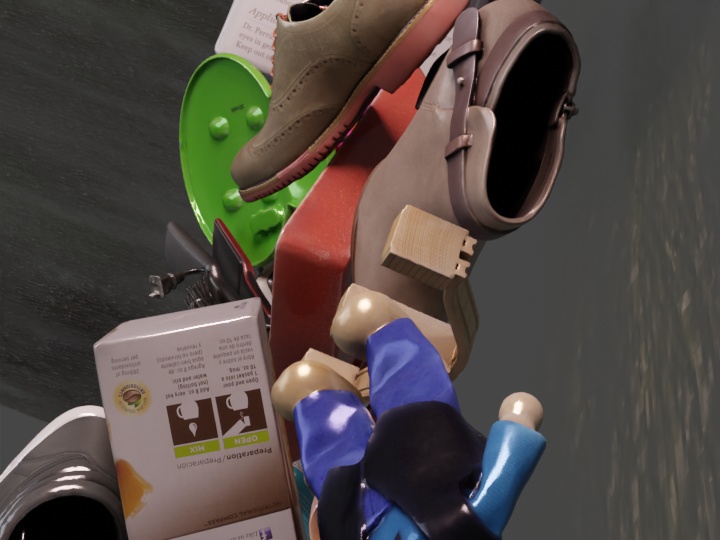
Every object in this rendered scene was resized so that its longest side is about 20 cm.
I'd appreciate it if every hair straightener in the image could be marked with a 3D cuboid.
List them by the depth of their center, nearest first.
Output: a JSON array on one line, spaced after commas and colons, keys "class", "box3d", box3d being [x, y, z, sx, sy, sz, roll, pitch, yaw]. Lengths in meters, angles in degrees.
[{"class": "hair straightener", "box3d": [-0.099, 0.023, 0.904, 0.200, 0.076, 0.041, -125, 37, -52]}]

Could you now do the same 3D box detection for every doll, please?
[{"class": "doll", "box3d": [0.011, 0.087, 0.507, 0.137, 0.048, 0.200, -48, 25, 11]}]

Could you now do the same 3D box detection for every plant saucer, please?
[{"class": "plant saucer", "box3d": [0.000, 0.000, 0.863, 0.200, 0.036, 0.200, -59, -17, -44]}]

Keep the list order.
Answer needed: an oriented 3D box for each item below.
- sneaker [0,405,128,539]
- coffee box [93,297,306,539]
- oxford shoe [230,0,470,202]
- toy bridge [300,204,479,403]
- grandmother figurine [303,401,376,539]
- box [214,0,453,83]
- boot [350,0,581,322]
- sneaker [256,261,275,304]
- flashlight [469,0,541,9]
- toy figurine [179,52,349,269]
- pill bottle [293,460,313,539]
[{"class": "sneaker", "box3d": [-0.183, 0.161, 0.686, 0.200, 0.071, 0.099, -51, 15, 2]}, {"class": "coffee box", "box3d": [-0.069, 0.122, 0.685, 0.114, 0.079, 0.202, -132, 32, -87]}, {"class": "oxford shoe", "box3d": [-0.023, -0.113, 0.778, 0.200, 0.075, 0.071, -42, 11, 37]}, {"class": "toy bridge", "box3d": [0.019, 0.033, 0.686, 0.200, 0.067, 0.027, 123, 168, -61]}, {"class": "grandmother figurine", "box3d": [-0.002, 0.108, 0.675, 0.122, 0.060, 0.200, -62, 7, 1]}, {"class": "box", "box3d": [0.003, -0.219, 1.167, 0.200, 0.198, 0.172, -103, 35, -82]}, {"class": "boot", "box3d": [0.051, -0.036, 0.691, 0.146, 0.070, 0.202, -152, 72, -74]}, {"class": "sneaker", "box3d": [-0.047, 0.075, 1.029, 0.074, 0.079, 0.201, -78, -6, -62]}, {"class": "flashlight", "box3d": [0.113, -0.243, 0.844, 0.068, 0.067, 0.201, -70, 3, -52]}, {"class": "toy figurine", "box3d": [-0.004, -0.093, 0.998, 0.200, 0.183, 0.151, -8, 94, 56]}, {"class": "pill bottle", "box3d": [-0.084, 0.190, 0.908, 0.200, 0.110, 0.111, -75, 8, -55]}]
